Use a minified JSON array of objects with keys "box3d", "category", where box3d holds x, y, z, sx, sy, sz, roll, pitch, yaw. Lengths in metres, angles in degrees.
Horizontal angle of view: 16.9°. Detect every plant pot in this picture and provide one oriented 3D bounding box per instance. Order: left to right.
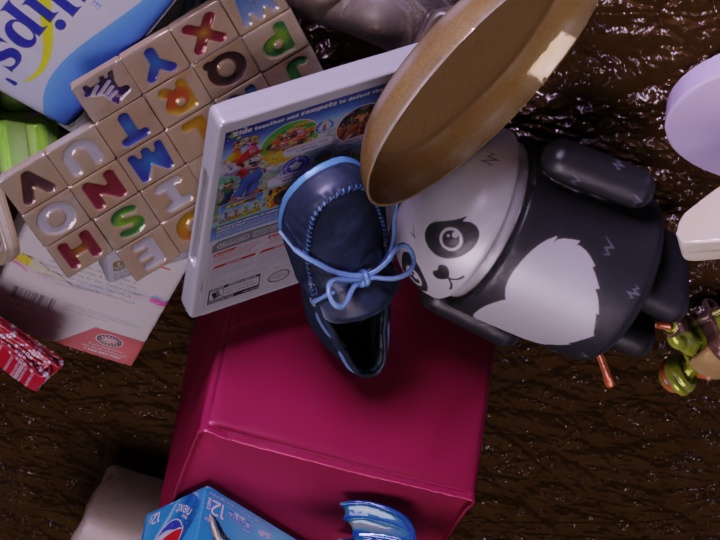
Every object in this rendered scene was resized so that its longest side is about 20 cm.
[{"box3d":[-0.148,0.252,1.965,0.183,0.201,0.201,25,142,-1],"category":"plant pot"},{"box3d":[0.068,-0.120,1.437,0.027,0.200,0.200,44,145,15],"category":"plant pot"}]

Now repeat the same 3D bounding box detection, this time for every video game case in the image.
[{"box3d":[-0.036,-0.053,1.495,0.143,0.018,0.200,-18,150,-21],"category":"video game case"}]

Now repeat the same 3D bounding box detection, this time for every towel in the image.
[{"box3d":[-0.306,0.024,1.736,0.200,0.023,0.145,35,167,-7],"category":"towel"}]

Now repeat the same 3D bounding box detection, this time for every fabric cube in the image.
[{"box3d":[-0.026,0.102,1.711,0.196,0.200,0.200,16,142,-7],"category":"fabric cube"}]

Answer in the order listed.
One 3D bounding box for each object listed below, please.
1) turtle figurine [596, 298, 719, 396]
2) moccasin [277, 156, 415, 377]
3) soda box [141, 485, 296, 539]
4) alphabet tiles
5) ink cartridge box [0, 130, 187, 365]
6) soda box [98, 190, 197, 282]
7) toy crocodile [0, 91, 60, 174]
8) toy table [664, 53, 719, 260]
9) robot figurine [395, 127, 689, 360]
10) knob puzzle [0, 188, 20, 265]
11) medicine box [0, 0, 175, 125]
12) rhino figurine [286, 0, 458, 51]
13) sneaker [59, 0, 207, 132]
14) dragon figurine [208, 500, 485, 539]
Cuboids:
[{"box3d":[0.269,0.052,1.691,0.161,0.064,0.200,-32,126,33],"category":"turtle figurine"},{"box3d":[0.000,0.000,1.523,0.080,0.068,0.200,-28,152,-5],"category":"moccasin"},{"box3d":[-0.058,0.228,1.666,0.200,0.064,0.068,36,136,-29],"category":"soda box"},{"box3d":[-0.111,-0.075,1.452,0.200,0.008,0.167,-31,139,-1],"category":"alphabet tiles"},{"box3d":[-0.180,-0.023,1.691,0.116,0.068,0.200,19,144,-12],"category":"ink cartridge box"},{"box3d":[-0.080,-0.063,1.543,0.200,0.068,0.064,-18,145,-14],"category":"soda box"},{"box3d":[-0.226,-0.093,1.539,0.062,0.200,0.068,-10,110,-17],"category":"toy crocodile"},{"box3d":[0.287,-0.061,1.496,0.200,0.117,0.184,-12,138,25],"category":"toy table"},{"box3d":[0.118,-0.015,1.584,0.200,0.150,0.125,24,-174,-18],"category":"robot figurine"},{"box3d":[-0.269,-0.081,1.543,0.030,0.220,0.220,-22,147,-18],"category":"knob puzzle"},{"box3d":[-0.198,-0.213,1.390,0.200,0.103,0.182,30,129,-20],"category":"medicine box"},{"box3d":[-0.016,-0.180,1.456,0.200,0.060,0.088,18,138,-4],"category":"rhino figurine"},{"box3d":[-0.154,-0.140,1.533,0.087,0.075,0.200,28,138,-7],"category":"sneaker"},{"box3d":[0.003,0.193,1.610,0.200,0.100,0.059,24,146,12],"category":"dragon figurine"}]
